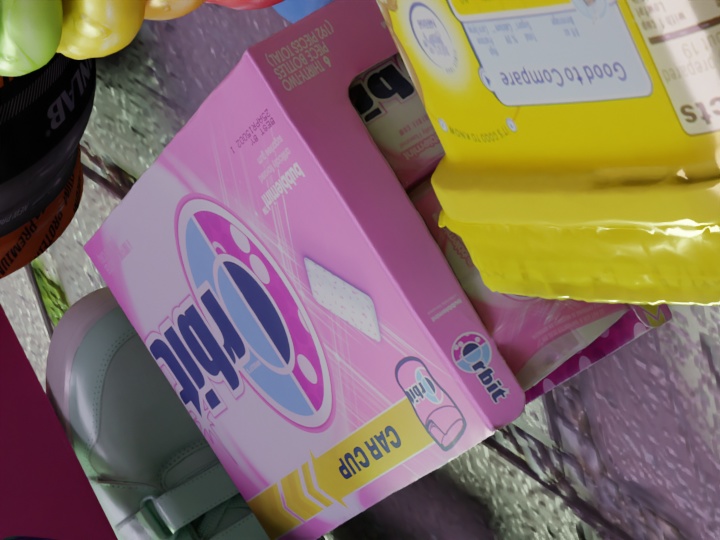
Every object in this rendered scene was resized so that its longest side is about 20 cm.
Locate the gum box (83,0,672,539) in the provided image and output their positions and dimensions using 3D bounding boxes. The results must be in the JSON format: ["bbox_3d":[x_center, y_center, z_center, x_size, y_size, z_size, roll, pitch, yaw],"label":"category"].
[{"bbox_3d":[0.000,0.000,0.816,0.114,0.066,0.200,57,157,3],"label":"gum box"}]

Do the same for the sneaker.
[{"bbox_3d":[-0.027,0.094,0.987,0.118,0.074,0.201,0,119,57],"label":"sneaker"}]

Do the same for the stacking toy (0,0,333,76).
[{"bbox_3d":[-0.097,-0.083,0.735,0.110,0.200,0.116,52,157,13],"label":"stacking toy"}]

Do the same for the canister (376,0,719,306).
[{"bbox_3d":[0.042,-0.101,0.587,0.148,0.086,0.200,3,121,62],"label":"canister"}]

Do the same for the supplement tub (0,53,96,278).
[{"bbox_3d":[-0.152,-0.095,0.926,0.122,0.122,0.200,37,150,39],"label":"supplement tub"}]

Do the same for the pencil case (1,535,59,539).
[{"bbox_3d":[-0.020,0.131,0.872,0.200,0.085,0.093,5,106,14],"label":"pencil case"}]

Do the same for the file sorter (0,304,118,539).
[{"bbox_3d":[-0.171,0.105,1.002,0.200,0.139,0.125,61,153,18],"label":"file sorter"}]
